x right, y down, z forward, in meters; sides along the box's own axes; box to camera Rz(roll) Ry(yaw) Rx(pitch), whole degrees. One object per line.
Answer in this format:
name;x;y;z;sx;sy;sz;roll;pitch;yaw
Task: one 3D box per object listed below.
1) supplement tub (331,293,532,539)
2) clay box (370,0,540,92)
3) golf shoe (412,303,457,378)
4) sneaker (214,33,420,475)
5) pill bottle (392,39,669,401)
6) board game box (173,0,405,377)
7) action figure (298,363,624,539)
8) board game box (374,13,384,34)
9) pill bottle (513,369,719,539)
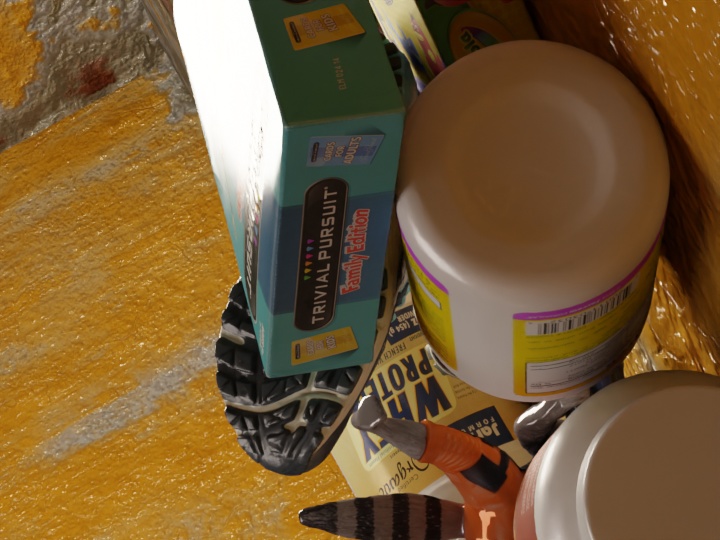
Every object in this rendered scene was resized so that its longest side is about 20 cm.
supplement tub;0.057;0.125;1.533;0.201;0.144;0.145;59;175;22
clay box;0.011;-0.166;0.914;0.201;0.047;0.115;62;175;-21
golf shoe;0.046;-0.033;1.286;0.201;0.077;0.088;58;157;1
sneaker;0.000;0.000;0.937;0.086;0.077;0.201;46;-128;-52
pill bottle;0.069;-0.008;0.868;0.105;0.104;0.200;60;175;18
board game box;-0.034;-0.084;0.849;0.151;0.047;0.201;97;161;-52
action figure;0.074;0.088;1.029;0.104;0.192;0.202;-18;76;56
board game box;-0.026;-0.189;1.090;0.201;0.061;0.200;61;176;1
pill bottle;0.122;0.101;0.875;0.113;0.112;0.200;60;176;9
